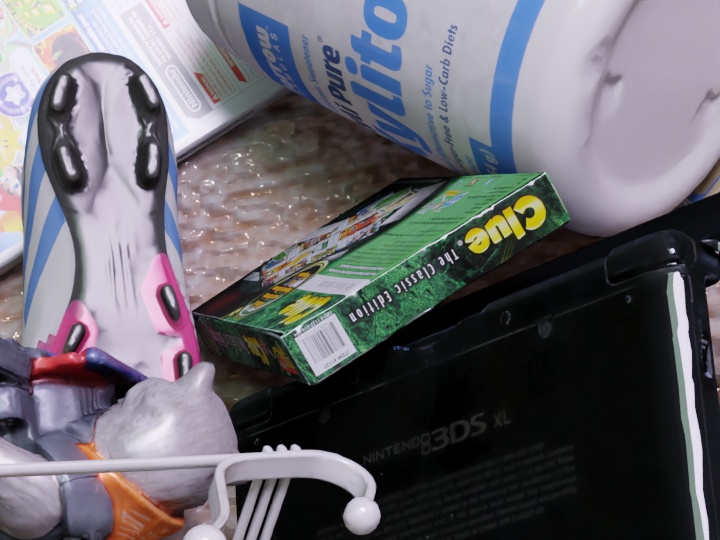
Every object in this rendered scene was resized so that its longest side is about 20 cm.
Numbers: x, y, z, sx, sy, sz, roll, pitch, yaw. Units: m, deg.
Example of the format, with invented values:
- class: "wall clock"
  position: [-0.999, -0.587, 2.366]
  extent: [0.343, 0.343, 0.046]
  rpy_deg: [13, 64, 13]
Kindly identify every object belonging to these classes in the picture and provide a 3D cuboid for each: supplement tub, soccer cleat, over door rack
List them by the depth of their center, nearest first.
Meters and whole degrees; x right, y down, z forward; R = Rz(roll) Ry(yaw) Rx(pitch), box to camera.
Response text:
- class: "over door rack"
  position: [-0.098, 0.122, 0.745]
  extent: [0.199, 0.149, 0.067]
  rpy_deg: [7, 25, -30]
- class: "supplement tub"
  position: [0.041, -0.107, 0.953]
  extent: [0.199, 0.132, 0.132]
  rpy_deg: [27, 65, 36]
- class: "soccer cleat"
  position: [-0.098, 0.017, 0.981]
  extent: [0.069, 0.086, 0.202]
  rpy_deg: [2, 76, -10]

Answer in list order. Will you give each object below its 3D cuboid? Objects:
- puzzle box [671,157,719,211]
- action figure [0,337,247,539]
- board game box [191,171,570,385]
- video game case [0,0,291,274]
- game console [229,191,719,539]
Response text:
- class: "puzzle box"
  position: [0.111, -0.107, 1.003]
  extent: [0.133, 0.025, 0.200]
  rpy_deg: [-51, 55, 8]
- class: "action figure"
  position: [-0.114, 0.093, 0.836]
  extent: [0.193, 0.200, 0.105]
  rpy_deg: [-31, 66, 19]
- class: "board game box"
  position: [0.000, 0.000, 0.906]
  extent: [0.104, 0.200, 0.024]
  rpy_deg: [-30, 97, -10]
- class: "video game case"
  position: [-0.121, -0.100, 1.054]
  extent: [0.199, 0.018, 0.144]
  rpy_deg: [-33, 83, -11]
- class: "game console"
  position: [0.063, 0.057, 0.831]
  extent: [0.199, 0.116, 0.177]
  rpy_deg: [-24, 61, 41]
